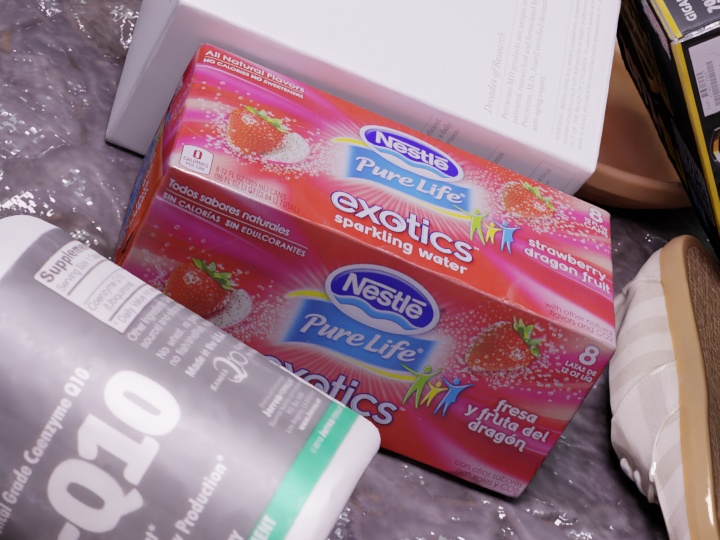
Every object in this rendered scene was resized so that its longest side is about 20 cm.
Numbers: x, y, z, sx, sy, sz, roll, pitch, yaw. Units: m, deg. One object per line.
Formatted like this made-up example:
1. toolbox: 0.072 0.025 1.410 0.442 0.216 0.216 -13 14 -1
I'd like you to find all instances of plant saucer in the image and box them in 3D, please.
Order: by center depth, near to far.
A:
1. plant saucer: 0.120 -0.099 1.150 0.199 0.038 0.201 20 36 -15

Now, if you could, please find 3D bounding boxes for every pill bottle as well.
1. pill bottle: -0.103 0.053 0.735 0.199 0.114 0.113 30 35 3

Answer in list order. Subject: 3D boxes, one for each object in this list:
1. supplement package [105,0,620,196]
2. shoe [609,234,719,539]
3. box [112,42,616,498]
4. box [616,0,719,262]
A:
1. supplement package: 0.002 -0.097 0.968 0.199 0.117 0.118 21 57 -14
2. shoe: 0.143 0.068 0.954 0.070 0.053 0.201 49 28 -33
3. box: 0.000 0.000 0.888 0.199 0.096 0.100 22 34 -10
4. box: 0.157 -0.112 1.026 0.049 0.160 0.201 -21 42 5
